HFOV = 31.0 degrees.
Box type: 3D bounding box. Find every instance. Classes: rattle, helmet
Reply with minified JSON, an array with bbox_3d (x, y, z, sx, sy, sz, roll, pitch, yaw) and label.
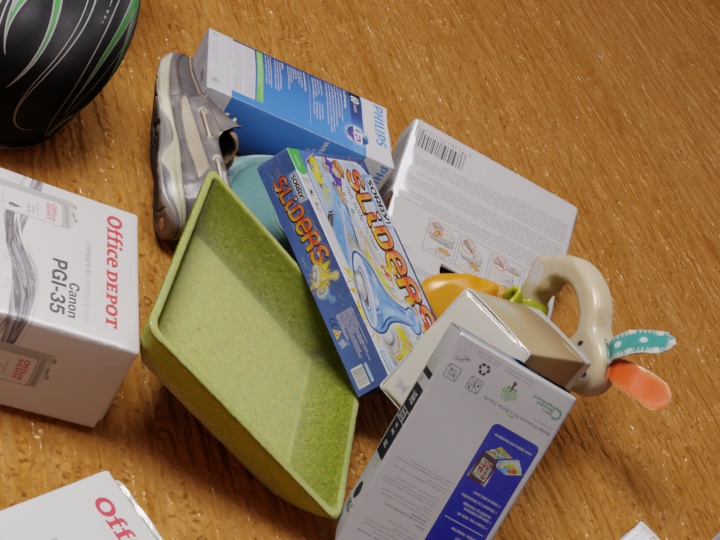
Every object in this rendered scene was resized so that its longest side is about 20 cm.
[{"bbox_3d":[0.160,0.051,1.119,0.142,0.131,0.200,30,12,-31],"label":"rattle"},{"bbox_3d":[-0.265,-0.213,1.016,0.199,0.191,0.201,24,35,-18],"label":"helmet"}]

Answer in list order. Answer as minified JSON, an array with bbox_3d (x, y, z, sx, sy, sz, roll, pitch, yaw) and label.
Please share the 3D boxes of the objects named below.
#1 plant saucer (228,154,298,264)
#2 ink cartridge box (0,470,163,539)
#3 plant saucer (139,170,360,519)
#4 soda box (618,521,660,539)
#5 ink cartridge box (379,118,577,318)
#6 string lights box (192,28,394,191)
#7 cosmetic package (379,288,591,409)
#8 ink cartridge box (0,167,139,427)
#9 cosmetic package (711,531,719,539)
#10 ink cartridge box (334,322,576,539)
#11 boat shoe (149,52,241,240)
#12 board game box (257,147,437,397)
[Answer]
[{"bbox_3d":[-0.052,-0.034,1.134,0.199,0.027,0.201,21,40,-18],"label":"plant saucer"},{"bbox_3d":[-0.178,0.207,0.667,0.199,0.088,0.146,-17,60,-50],"label":"ink cartridge box"},{"bbox_3d":[-0.081,0.058,0.938,0.200,0.048,0.200,49,27,-23],"label":"plant saucer"},{"bbox_3d":[0.145,0.259,0.871,0.199,0.064,0.068,-33,71,-35],"label":"soda box"},{"bbox_3d":[0.108,-0.030,1.278,0.199,0.045,0.177,27,59,-14],"label":"ink cartridge box"},{"bbox_3d":[-0.068,-0.145,1.241,0.199,0.059,0.103,22,36,-22],"label":"string lights box"},{"bbox_3d":[0.104,0.081,1.017,0.071,0.105,0.200,46,13,20],"label":"cosmetic package"},{"bbox_3d":[-0.250,0.004,0.858,0.199,0.083,0.147,19,36,-25],"label":"ink cartridge box"},{"bbox_3d":[0.322,0.283,0.937,0.122,0.200,0.201,-7,52,-46],"label":"cosmetic package"},{"bbox_3d":[0.056,0.146,0.896,0.099,0.201,0.039,30,3,-12],"label":"ink cartridge box"},{"bbox_3d":[-0.140,-0.104,1.098,0.073,0.075,0.201,2,52,-13],"label":"boat shoe"},{"bbox_3d":[0.000,0.000,1.057,0.135,0.034,0.201,-2,65,-63],"label":"board game box"}]
